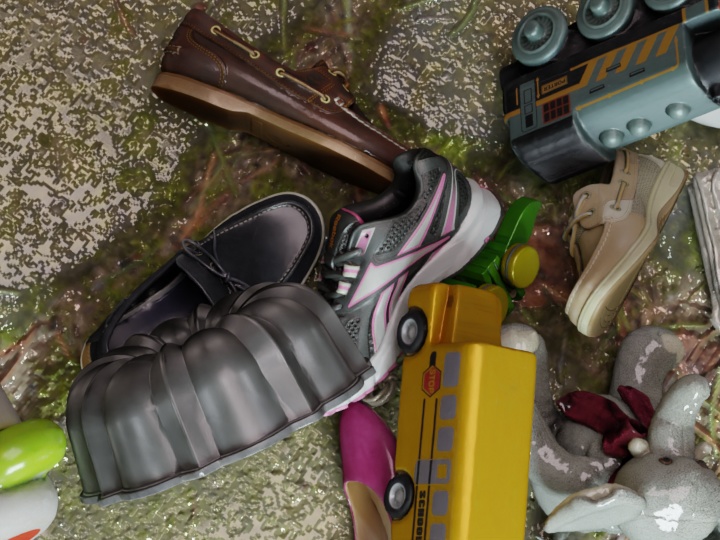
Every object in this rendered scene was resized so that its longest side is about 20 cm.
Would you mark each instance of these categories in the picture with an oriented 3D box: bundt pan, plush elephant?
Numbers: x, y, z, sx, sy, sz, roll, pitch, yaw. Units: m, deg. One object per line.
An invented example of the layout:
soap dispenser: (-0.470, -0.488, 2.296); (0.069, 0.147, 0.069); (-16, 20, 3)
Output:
bundt pan: (-0.096, 0.067, 1.434); (0.201, 0.202, 0.076); (-27, 99, -17)
plush elephant: (0.181, 0.126, 1.533); (0.164, 0.155, 0.201); (11, 81, -34)

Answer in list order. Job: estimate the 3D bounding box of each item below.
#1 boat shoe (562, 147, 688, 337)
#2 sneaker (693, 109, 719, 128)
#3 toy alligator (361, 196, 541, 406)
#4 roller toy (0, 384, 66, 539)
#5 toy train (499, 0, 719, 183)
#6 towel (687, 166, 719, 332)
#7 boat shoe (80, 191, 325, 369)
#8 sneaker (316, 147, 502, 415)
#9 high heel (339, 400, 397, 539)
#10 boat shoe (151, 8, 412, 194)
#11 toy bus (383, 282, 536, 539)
boat shoe: (0.168, -0.024, 1.592); (0.065, 0.072, 0.200); (28, 37, 6)
sneaker: (0.302, -0.127, 1.660); (0.199, 0.087, 0.075); (3, 114, -9)
toy alligator: (0.070, 0.033, 1.595); (0.200, 0.059, 0.054); (-51, 133, -25)
roller toy: (-0.293, 0.132, 1.426); (0.199, 0.182, 0.140); (-26, 83, -26)
toy train: (0.184, -0.138, 1.603); (0.085, 0.199, 0.115); (35, 44, -45)
towel: (0.337, -0.021, 1.680); (0.199, 0.034, 0.133); (-6, 79, -15)
boat shoe: (-0.101, 0.015, 1.561); (0.200, 0.062, 0.075); (-37, 84, -19)
sneaker: (0.000, 0.000, 1.556); (0.086, 0.080, 0.200); (45, 75, -33)
high heel: (-0.001, 0.191, 1.537); (0.095, 0.067, 0.201); (-17, 93, -26)
boat shoe: (-0.041, -0.115, 1.600); (0.199, 0.070, 0.071); (26, 77, -5)
toy bus: (0.066, 0.110, 1.497); (0.065, 0.078, 0.201); (13, 77, -36)
